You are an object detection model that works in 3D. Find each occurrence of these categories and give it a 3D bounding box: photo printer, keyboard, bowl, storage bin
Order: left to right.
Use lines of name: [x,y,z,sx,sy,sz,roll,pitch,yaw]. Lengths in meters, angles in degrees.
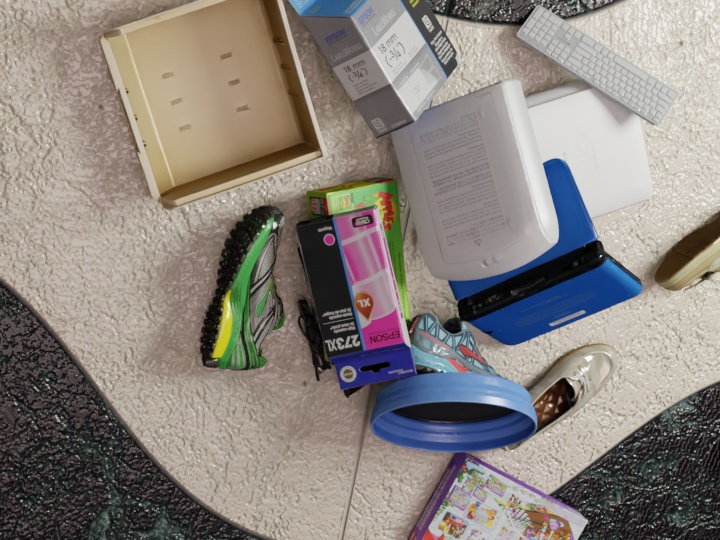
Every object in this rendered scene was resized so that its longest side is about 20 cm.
storage bin: [-0.164,-0.195,1.379,0.196,0.094,0.203,-20,106,-10]
keyboard: [-0.035,0.050,1.501,0.103,0.039,0.203,-26,109,-29]
bowl: [0.110,0.169,1.483,0.197,0.201,0.040,9,64,-16]
photo printer: [0.131,-0.095,1.420,0.165,0.069,0.203,-18,85,30]
photo printer: [0.243,-0.136,1.507,0.197,0.069,0.169,-17,105,-10]
keyboard: [0.279,-0.242,1.473,0.199,0.011,0.057,34,71,7]

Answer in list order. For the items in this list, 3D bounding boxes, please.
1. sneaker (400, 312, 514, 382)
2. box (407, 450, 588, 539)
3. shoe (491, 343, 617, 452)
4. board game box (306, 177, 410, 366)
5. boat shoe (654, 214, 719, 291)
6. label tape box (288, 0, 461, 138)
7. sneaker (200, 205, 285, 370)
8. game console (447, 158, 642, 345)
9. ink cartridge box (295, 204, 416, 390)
sneaker: [0.127,0.105,1.509,0.199,0.079,0.097,27,60,-45]
box: [0.176,0.333,1.603,0.198,0.039,0.138,29,93,-18]
shoe: [0.248,0.164,1.579,0.199,0.053,0.070,-35,108,-5]
board game box: [0.000,0.000,1.466,0.100,0.047,0.203,-13,104,-33]
boat shoe: [0.462,-0.030,1.583,0.199,0.073,0.063,-36,105,-5]
label tape box: [0.015,-0.272,1.385,0.201,0.063,0.145,56,42,-19]
sneaker: [-0.124,0.021,1.452,0.084,0.078,0.203,11,107,-23]
game console: [0.208,-0.016,1.493,0.198,0.120,0.170,-24,145,30]
ink cartridge box: [-0.004,0.034,1.405,0.093,0.037,0.203,-12,102,11]
